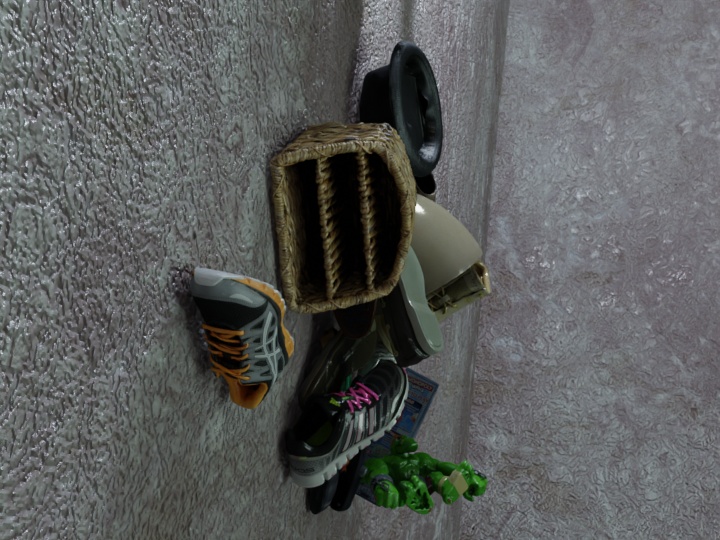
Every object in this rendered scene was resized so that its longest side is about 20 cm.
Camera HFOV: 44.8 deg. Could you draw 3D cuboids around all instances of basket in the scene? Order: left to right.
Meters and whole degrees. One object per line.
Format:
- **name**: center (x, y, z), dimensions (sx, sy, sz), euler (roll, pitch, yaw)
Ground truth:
- **basket**: center (-0.012, -0.060, 1.025), dimensions (0.149, 0.141, 0.202), euler (-59, 150, -62)

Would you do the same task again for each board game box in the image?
- **board game box**: center (0.062, 0.249, 1.397), dimensions (0.201, 0.061, 0.200), euler (-64, 173, 6)

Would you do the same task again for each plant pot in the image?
- **plant pot**: center (0.064, -0.039, 1.302), dimensions (0.135, 0.199, 0.200), euler (61, 20, -7)

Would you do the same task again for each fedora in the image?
- **fedora**: center (0.053, -0.237, 1.315), dimensions (0.200, 0.091, 0.202), euler (20, 68, -60)

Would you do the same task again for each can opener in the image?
- **can opener**: center (-0.012, 0.239, 1.186), dimensions (0.079, 0.063, 0.201), euler (-44, 155, -78)

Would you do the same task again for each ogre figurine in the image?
- **ogre figurine**: center (0.075, 0.297, 1.248), dimensions (0.199, 0.119, 0.099), euler (-20, 112, -35)

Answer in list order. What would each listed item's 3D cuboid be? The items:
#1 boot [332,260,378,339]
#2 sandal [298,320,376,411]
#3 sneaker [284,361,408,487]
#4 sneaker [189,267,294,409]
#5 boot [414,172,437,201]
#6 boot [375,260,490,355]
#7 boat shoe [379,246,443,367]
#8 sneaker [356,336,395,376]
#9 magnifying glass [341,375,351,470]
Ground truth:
- **boot**: center (0.000, 0.000, 1.184), dimensions (0.097, 0.074, 0.202), euler (43, 41, -69)
- **sandal**: center (-0.036, 0.117, 1.175), dimensions (0.200, 0.054, 0.082), euler (-53, 141, -40)
- **sneaker**: center (-0.019, 0.177, 1.088), dimensions (0.200, 0.074, 0.088), euler (-41, 137, -18)
- **sneaker**: center (-0.111, 0.064, 0.809), dimensions (0.200, 0.078, 0.078), euler (69, 38, -57)
- **boot**: center (0.090, -0.096, 1.409), dimensions (0.201, 0.070, 0.146), euler (61, -23, 12)
- **boot**: center (0.113, 0.050, 1.318), dimensions (0.073, 0.155, 0.200), euler (60, 25, -1)
- **boat shoe**: center (0.051, 0.031, 1.159), dimensions (0.072, 0.060, 0.202), euler (29, 38, -45)
- **sneaker**: center (0.032, 0.133, 1.336), dimensions (0.081, 0.076, 0.201), euler (121, -22, -61)
- **magnifying glass**: center (-0.027, 0.221, 1.287), dimensions (0.080, 0.022, 0.202), euler (-58, 150, -64)
